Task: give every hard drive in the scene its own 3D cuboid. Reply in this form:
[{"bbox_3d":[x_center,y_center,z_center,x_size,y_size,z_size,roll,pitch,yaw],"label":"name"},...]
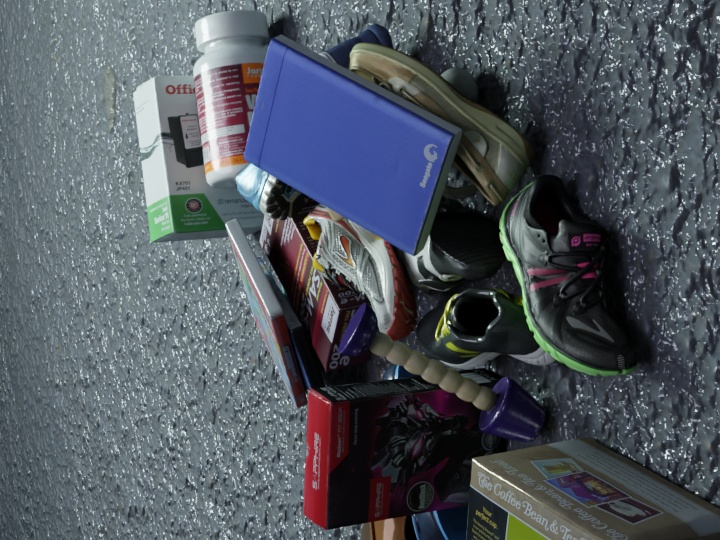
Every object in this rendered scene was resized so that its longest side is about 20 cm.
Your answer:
[{"bbox_3d":[-0.012,-0.116,1.275,0.199,0.025,0.133,30,126,18],"label":"hard drive"}]

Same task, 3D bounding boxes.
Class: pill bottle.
[{"bbox_3d":[-0.147,-0.208,1.686,0.109,0.109,0.202,-14,82,61],"label":"pill bottle"}]

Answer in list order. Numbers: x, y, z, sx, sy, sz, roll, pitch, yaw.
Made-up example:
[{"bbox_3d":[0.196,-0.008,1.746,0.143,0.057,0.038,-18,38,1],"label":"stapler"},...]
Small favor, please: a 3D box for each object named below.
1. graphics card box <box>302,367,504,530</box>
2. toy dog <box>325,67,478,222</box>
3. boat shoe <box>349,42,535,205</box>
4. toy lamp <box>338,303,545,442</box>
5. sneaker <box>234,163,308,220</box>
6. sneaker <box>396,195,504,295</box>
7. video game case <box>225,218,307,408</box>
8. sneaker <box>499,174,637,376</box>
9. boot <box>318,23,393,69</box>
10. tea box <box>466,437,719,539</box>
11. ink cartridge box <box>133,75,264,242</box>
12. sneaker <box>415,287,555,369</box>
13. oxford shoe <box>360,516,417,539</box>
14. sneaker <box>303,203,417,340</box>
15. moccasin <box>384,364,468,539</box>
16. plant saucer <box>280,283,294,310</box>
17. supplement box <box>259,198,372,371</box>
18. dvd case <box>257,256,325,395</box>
[{"bbox_3d":[0.045,0.167,1.306,0.051,0.198,0.127,23,113,58],"label":"graphics card box"},{"bbox_3d":[0.025,-0.130,1.366,0.096,0.198,0.133,-79,-23,-76],"label":"toy dog"},{"bbox_3d":[0.064,-0.138,1.265,0.200,0.063,0.073,35,172,9],"label":"boat shoe"},{"bbox_3d":[0.078,0.097,1.257,0.059,0.199,0.058,-58,9,15],"label":"toy lamp"},{"bbox_3d":[-0.072,-0.156,1.497,0.089,0.079,0.201,23,72,34],"label":"sneaker"},{"bbox_3d":[0.087,-0.012,1.340,0.200,0.073,0.089,-136,40,-64],"label":"sneaker"},{"bbox_3d":[-0.107,0.052,1.581,0.201,0.017,0.144,79,165,-54],"label":"video game case"},{"bbox_3d":[0.177,0.003,1.168,0.201,0.076,0.084,65,149,30],"label":"sneaker"},{"bbox_3d":[0.014,-0.158,1.452,0.073,0.090,0.201,45,161,43],"label":"boot"},{"bbox_3d":[0.190,0.268,1.127,0.200,0.132,0.199,27,119,56],"label":"tea box"},{"bbox_3d":[-0.201,-0.145,1.758,0.083,0.145,0.202,-17,81,60],"label":"ink cartridge box"},{"bbox_3d":[0.105,0.044,1.280,0.199,0.084,0.075,-9,63,56],"label":"sneaker"},{"bbox_3d":[0.035,0.233,1.493,0.071,0.071,0.202,-19,74,30],"label":"oxford shoe"},{"bbox_3d":[0.000,0.000,1.406,0.078,0.082,0.201,60,-177,-47],"label":"sneaker"},{"bbox_3d":[0.053,0.194,1.413,0.068,0.080,0.202,-27,69,47],"label":"moccasin"},{"bbox_3d":[-0.052,-0.004,1.632,0.200,0.027,0.203,16,109,60],"label":"plant saucer"},{"bbox_3d":[-0.044,-0.002,1.516,0.201,0.060,0.109,60,152,34],"label":"supplement box"},{"bbox_3d":[-0.079,0.084,1.613,0.200,0.017,0.144,-128,17,-60],"label":"dvd case"}]
